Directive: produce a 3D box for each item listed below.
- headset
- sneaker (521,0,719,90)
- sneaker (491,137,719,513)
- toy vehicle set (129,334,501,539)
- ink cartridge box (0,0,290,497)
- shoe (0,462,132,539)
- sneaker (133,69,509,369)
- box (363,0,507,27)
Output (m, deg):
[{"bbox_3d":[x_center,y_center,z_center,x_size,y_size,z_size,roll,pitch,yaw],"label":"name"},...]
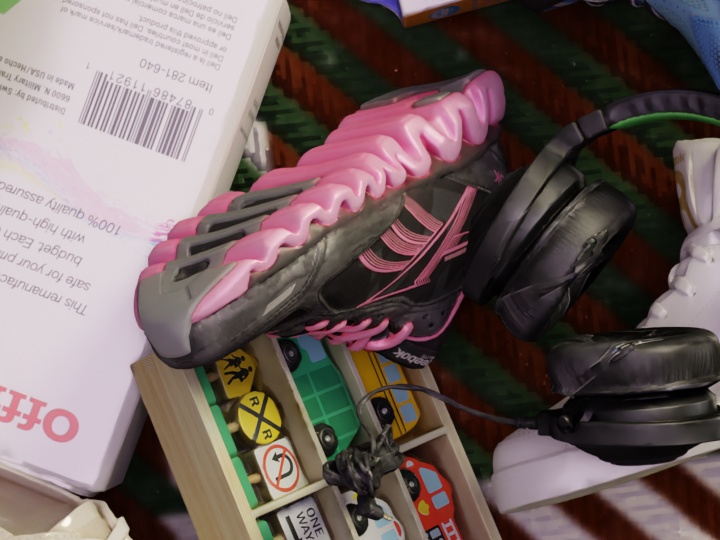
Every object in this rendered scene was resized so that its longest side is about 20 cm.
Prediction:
[{"bbox_3d":[0.077,0.019,0.951,0.199,0.094,0.124,-33,86,16],"label":"headset"},{"bbox_3d":[0.102,-0.115,0.974,0.090,0.078,0.201,-48,44,19],"label":"sneaker"},{"bbox_3d":[0.126,0.012,1.039,0.199,0.074,0.116,-22,86,-10],"label":"sneaker"},{"bbox_3d":[0.001,0.108,1.014,0.026,0.124,0.201,-25,87,43],"label":"toy vehicle set"},{"bbox_3d":[-0.127,-0.032,1.033,0.144,0.084,0.201,20,88,2],"label":"ink cartridge box"},{"bbox_3d":[-0.127,0.097,0.957,0.199,0.070,0.054,21,101,11],"label":"shoe"},{"bbox_3d":[0.000,0.000,0.998,0.200,0.079,0.096,-34,111,-43],"label":"sneaker"},{"bbox_3d":[0.074,-0.173,1.059,0.198,0.041,0.120,-15,88,-2],"label":"box"}]
